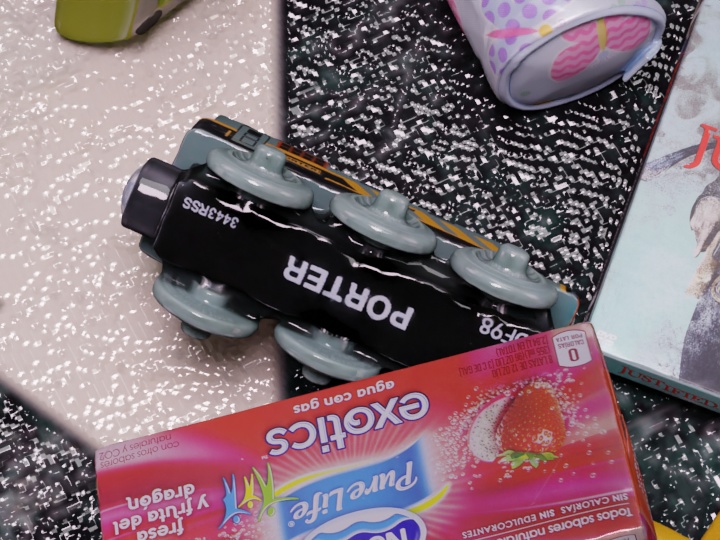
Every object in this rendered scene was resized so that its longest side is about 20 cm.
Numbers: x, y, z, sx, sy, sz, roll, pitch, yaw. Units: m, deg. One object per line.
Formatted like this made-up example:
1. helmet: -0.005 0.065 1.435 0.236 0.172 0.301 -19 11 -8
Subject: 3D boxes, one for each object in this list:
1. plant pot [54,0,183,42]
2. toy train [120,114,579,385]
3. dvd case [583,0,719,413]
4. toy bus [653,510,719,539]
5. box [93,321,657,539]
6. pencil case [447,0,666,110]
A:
1. plant pot: -0.099 -0.228 1.095 0.199 0.200 0.182 -40 81 -22
2. toy train: 0.000 0.000 1.046 0.200 0.114 0.085 23 104 0
3. dvd case: 0.190 -0.026 1.104 0.146 0.022 0.200 21 67 4
4. toy bus: 0.110 0.170 1.005 0.078 0.065 0.200 28 66 9
5. box: 0.010 0.105 0.966 0.200 0.100 0.096 -15 54 5
6. pencil case: 0.063 -0.170 1.147 0.091 0.083 0.200 2 58 -47
